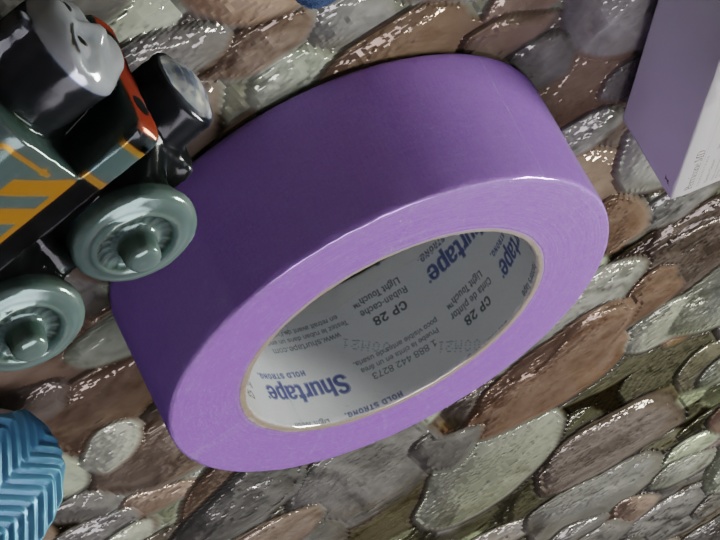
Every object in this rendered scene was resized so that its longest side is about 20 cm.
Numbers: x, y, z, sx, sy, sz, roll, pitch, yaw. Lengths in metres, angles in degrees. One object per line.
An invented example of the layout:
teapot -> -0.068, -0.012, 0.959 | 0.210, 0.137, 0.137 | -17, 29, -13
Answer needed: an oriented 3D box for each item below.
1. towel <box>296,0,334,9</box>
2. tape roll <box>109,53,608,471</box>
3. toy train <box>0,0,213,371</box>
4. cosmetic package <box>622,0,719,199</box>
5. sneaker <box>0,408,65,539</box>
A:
towel -> 0.042, -0.165, 0.870 | 0.199, 0.049, 0.112 | -32, 154, 6
tape roll -> 0.000, 0.000, 1.115 | 0.199, 0.066, 0.201 | -22, 153, -12
toy train -> -0.145, -0.015, 0.928 | 0.199, 0.086, 0.114 | -36, 144, 16
cosmetic package -> 0.165, -0.113, 1.087 | 0.082, 0.051, 0.200 | -22, 154, -18
sneaker -> -0.210, 0.127, 1.135 | 0.200, 0.077, 0.081 | -41, -164, -6
